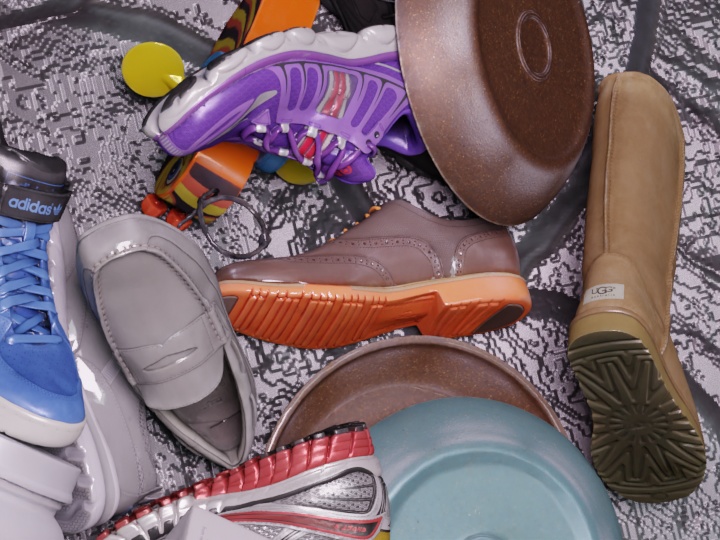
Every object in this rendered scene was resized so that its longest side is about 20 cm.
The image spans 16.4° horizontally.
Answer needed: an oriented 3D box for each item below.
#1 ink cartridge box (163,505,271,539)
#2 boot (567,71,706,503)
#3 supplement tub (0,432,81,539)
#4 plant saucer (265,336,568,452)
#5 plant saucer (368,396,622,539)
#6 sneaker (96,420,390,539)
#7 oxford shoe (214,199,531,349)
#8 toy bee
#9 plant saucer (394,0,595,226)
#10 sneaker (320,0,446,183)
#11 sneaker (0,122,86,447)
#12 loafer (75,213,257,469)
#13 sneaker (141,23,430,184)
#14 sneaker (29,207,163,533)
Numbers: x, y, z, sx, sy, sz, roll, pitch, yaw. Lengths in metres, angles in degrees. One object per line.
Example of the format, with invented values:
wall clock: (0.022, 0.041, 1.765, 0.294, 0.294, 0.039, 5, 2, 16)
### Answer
ink cartridge box: (-0.033, 0.219, 1.341, 0.199, 0.116, 0.067, 27, 41, -15)
boot: (0.172, 0.011, 1.480, 0.066, 0.176, 0.201, -3, 47, 15)
supplement tub: (-0.243, 0.171, 1.305, 0.145, 0.145, 0.201, 26, 84, -13)
plant saucer: (0.032, 0.140, 1.456, 0.199, 0.037, 0.202, 2, 83, -17)
plant saucer: (0.065, 0.171, 1.420, 0.199, 0.036, 0.201, 2, 84, -17)
sneaker: (-0.076, 0.155, 1.373, 0.199, 0.078, 0.083, -23, 87, 14)
oxford shoe: (0.000, 0.000, 1.463, 0.199, 0.071, 0.073, 0, 66, -23)
toy bee: (-0.089, -0.077, 1.427, 0.131, 0.109, 0.200, 47, 46, -6)
plant saucer: (0.088, -0.128, 1.452, 0.200, 0.037, 0.201, 21, 64, -53)
sneaker: (0.025, -0.142, 1.467, 0.076, 0.091, 0.201, -31, 95, -20)
sneaker: (-0.189, -0.005, 1.327, 0.077, 0.200, 0.111, 12, 119, -46)
loafer: (-0.099, 0.040, 1.358, 0.070, 0.200, 0.070, -24, 54, 6)
sneaker: (-0.028, -0.084, 1.352, 0.199, 0.081, 0.084, -12, 77, -43)
sneaker: (-0.165, 0.048, 1.408, 0.082, 0.075, 0.201, -2, 77, -52)
